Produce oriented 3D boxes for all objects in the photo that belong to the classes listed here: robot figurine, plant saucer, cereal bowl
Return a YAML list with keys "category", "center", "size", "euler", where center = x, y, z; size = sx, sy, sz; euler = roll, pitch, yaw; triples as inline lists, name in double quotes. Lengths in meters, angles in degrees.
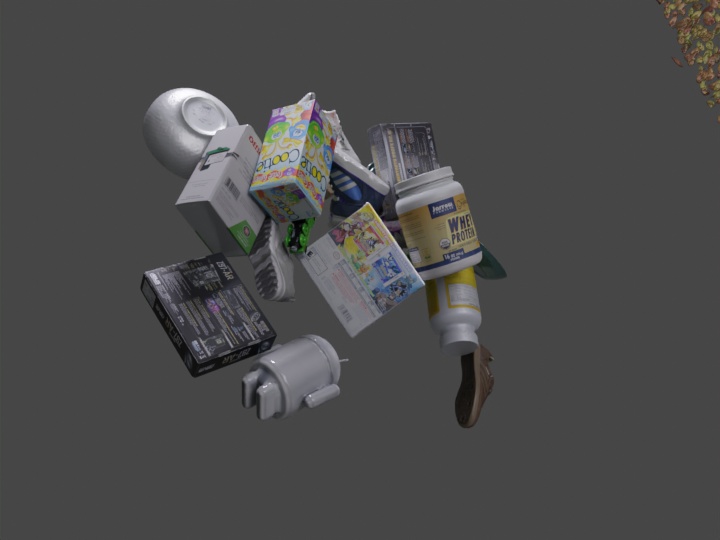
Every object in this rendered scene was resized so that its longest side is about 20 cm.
- category: "robot figurine"
  center: [-0.114, 0.183, 1.233]
  size: [0.169, 0.114, 0.199]
  euler: [32, 39, 34]
- category: "plant saucer"
  center: [0.246, -0.040, 1.605]
  size: [0.200, 0.200, 0.036]
  euler: [44, 88, -4]
- category: "cereal bowl"
  center: [-0.320, -0.279, 1.393]
  size: [0.198, 0.083, 0.203]
  euler: [17, 56, -26]

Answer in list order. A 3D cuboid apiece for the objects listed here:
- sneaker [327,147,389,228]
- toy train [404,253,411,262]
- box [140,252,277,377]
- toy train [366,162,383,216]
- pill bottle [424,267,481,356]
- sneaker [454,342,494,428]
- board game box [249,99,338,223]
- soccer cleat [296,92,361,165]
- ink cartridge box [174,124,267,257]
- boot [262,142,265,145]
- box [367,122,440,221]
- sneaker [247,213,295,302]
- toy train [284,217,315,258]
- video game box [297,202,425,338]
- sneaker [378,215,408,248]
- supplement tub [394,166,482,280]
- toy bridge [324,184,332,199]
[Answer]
- category: "sneaker"
  center: [-0.051, -0.164, 1.478]
  size: [0.199, 0.147, 0.081]
  euler: [34, 15, -1]
- category: "toy train"
  center: [0.085, 0.017, 1.513]
  size: [0.042, 0.056, 0.200]
  euler: [43, 48, -4]
- category: "box"
  center: [-0.261, 0.070, 1.215]
  size: [0.159, 0.044, 0.201]
  euler: [-18, 60, -41]
- category: "toy train"
  center: [0.057, -0.187, 1.589]
  size: [0.199, 0.084, 0.116]
  euler: [-29, 111, -42]
- category: "pill bottle"
  center: [0.199, 0.074, 1.519]
  size: [0.111, 0.112, 0.203]
  euler: [13, 57, -28]
- category: "sneaker"
  center: [0.250, 0.242, 1.481]
  size: [0.075, 0.070, 0.202]
  euler: [27, 51, -19]
- category: "board game box"
  center: [-0.123, -0.207, 1.348]
  size: [0.105, 0.102, 0.203]
  euler: [50, 41, -48]
- category: "soccer cleat"
  center: [-0.066, -0.306, 1.571]
  size: [0.200, 0.085, 0.069]
  euler: [44, 30, 3]
- category: "ink cartridge box"
  center: [-0.239, -0.149, 1.320]
  size: [0.147, 0.083, 0.202]
  euler: [59, 38, -42]
- category: "boot"
  center: [-0.164, -0.261, 1.480]
  size: [0.075, 0.097, 0.201]
  euler: [40, 47, -7]
- category: "box"
  center: [0.105, -0.216, 1.538]
  size: [0.157, 0.048, 0.203]
  euler: [-12, 89, -39]
- category: "sneaker"
  center: [-0.170, -0.024, 1.366]
  size: [0.082, 0.074, 0.203]
  euler: [30, 42, -53]
- category: "toy train"
  center: [-0.111, -0.106, 1.397]
  size: [0.041, 0.057, 0.202]
  euler: [-3, 49, 13]
- category: "video game box"
  center: [0.000, 0.000, 1.404]
  size: [0.181, 0.047, 0.201]
  euler: [-35, 84, 0]
- category: "sneaker"
  center: [0.076, -0.090, 1.563]
  size: [0.089, 0.081, 0.199]
  euler: [46, 44, 17]
- category: "supplement tub"
  center: [0.153, -0.095, 1.430]
  size: [0.143, 0.143, 0.203]
  euler: [-20, 94, -41]
- category: "toy bridge"
  center: [-0.083, -0.189, 1.540]
  size: [0.199, 0.027, 0.068]
  euler: [-32, 83, -44]
